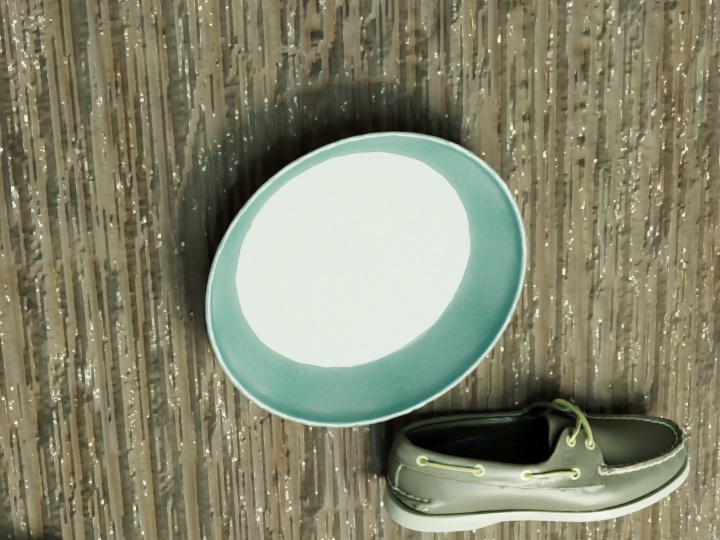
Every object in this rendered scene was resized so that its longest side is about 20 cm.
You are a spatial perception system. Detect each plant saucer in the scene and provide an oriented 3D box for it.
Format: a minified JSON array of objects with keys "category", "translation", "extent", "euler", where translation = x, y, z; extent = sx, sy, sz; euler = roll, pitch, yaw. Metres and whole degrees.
[{"category":"plant saucer","translation":[0.000,0.000,1.547],"extent":[0.200,0.036,0.200],"euler":[-9,122,-15]}]

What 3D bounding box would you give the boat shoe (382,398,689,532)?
[{"category":"boat shoe","translation":[0.114,0.117,1.638],"extent":[0.201,0.072,0.060],"euler":[-7,126,-13]}]
